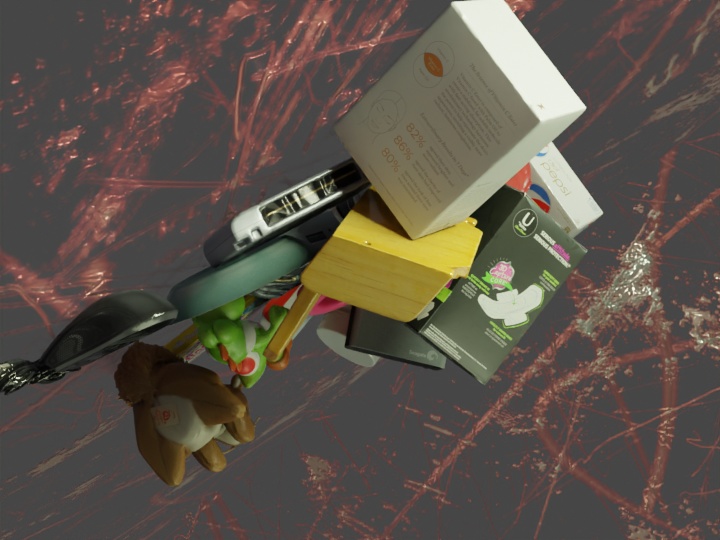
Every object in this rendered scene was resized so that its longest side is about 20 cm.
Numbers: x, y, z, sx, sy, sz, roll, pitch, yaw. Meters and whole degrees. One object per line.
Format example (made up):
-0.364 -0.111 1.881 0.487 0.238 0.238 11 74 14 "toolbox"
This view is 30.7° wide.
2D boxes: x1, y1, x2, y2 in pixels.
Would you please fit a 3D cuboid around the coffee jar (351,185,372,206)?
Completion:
0.086 -0.117 1.515 0.200 0.085 0.104 -18 179 44 "coffee jar"

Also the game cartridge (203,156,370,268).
-0.074 -0.067 1.434 0.200 0.041 0.133 -29 176 -25 "game cartridge"

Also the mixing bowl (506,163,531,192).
0.150 -0.105 1.692 0.200 0.108 0.200 -56 179 -1 "mixing bowl"

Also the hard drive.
0.062 0.024 1.778 0.139 0.200 0.033 15 166 -17 "hard drive"

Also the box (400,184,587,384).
0.135 0.002 1.548 0.200 0.124 0.149 -51 -149 -1 "box"

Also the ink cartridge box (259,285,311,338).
-0.071 0.024 1.794 0.160 0.047 0.200 -50 177 -20 "ink cartridge box"

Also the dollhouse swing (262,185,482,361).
0.014 0.026 1.419 0.200 0.181 0.176 -58 166 -69 "dollhouse swing"

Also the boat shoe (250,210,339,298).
-0.068 -0.020 1.667 0.200 0.071 0.091 -11 153 -51 "boat shoe"

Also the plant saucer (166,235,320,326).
-0.141 0.005 1.479 0.200 0.036 0.200 -24 -174 3 "plant saucer"

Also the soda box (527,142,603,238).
0.236 -0.131 1.776 0.064 0.200 0.068 -27 169 -40 "soda box"

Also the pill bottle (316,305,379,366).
0.029 0.028 1.844 0.200 0.114 0.114 -57 177 -19 "pill bottle"

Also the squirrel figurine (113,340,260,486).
-0.217 0.162 1.675 0.142 0.200 0.187 -55 166 12 "squirrel figurine"

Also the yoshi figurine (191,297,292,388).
-0.154 0.069 1.659 0.112 0.112 0.200 -49 162 -1 "yoshi figurine"

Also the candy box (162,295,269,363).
-0.191 0.070 1.780 0.200 0.026 0.102 -37 169 4 "candy box"

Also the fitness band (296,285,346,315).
0.000 0.000 1.648 0.143 0.037 0.200 -22 167 -35 "fitness band"

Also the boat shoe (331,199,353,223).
0.023 -0.090 1.645 0.060 0.076 0.200 -39 -178 22 "boat shoe"

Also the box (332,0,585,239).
0.099 -0.155 1.345 0.200 0.152 0.106 -42 167 34 "box"

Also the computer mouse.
-0.288 0.066 1.385 0.200 0.053 0.138 -25 174 12 "computer mouse"
